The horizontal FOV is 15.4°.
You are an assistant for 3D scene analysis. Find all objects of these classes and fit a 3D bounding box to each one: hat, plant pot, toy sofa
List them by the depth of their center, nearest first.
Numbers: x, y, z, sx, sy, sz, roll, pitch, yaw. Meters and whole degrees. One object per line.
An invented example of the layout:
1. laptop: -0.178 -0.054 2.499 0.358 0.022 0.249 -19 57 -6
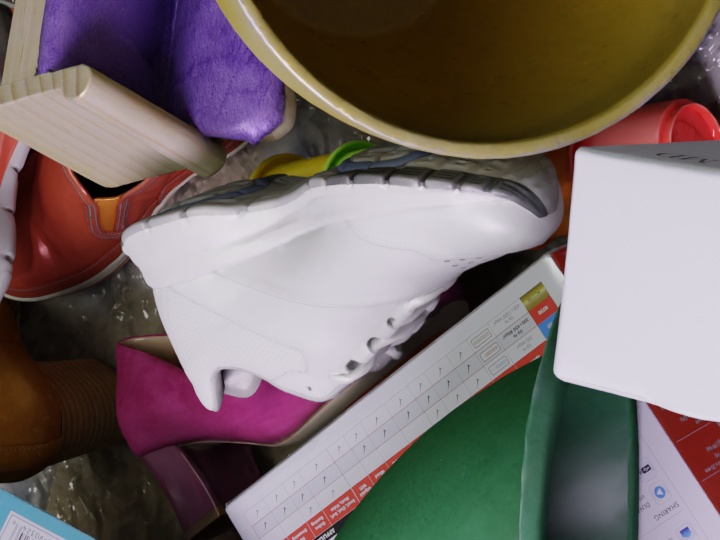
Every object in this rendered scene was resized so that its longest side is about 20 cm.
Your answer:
1. hat: -0.009 0.098 0.862 0.175 0.166 0.201 2 102 17
2. plant pot: 0.019 -0.137 0.946 0.142 0.199 0.201 180 86 -71
3. toy sofa: -0.079 -0.141 1.040 0.097 0.083 0.201 -10 64 36

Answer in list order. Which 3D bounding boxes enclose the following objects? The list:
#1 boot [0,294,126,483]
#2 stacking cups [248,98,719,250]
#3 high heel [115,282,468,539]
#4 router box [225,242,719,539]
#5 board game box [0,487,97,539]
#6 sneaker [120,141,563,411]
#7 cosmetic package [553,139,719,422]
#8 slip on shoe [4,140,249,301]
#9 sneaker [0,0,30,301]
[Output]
1. boot: -0.210 0.038 1.185 0.201 0.144 0.071 26 110 39
2. stacking cups: 0.043 -0.031 0.998 0.199 0.060 0.061 -11 86 43
3. high heel: -0.037 0.030 1.074 0.200 0.067 0.096 -39 71 38
4. router box: 0.065 0.112 0.976 0.200 0.049 0.180 -39 79 38
5. board game box: -0.120 0.143 1.065 0.200 0.151 0.047 -13 49 65
6. sneaker: 0.000 0.000 0.972 0.199 0.074 0.088 -13 96 46
7. cosmetic package: 0.160 0.000 0.796 0.101 0.199 0.072 13 102 41
8. slip on shoe: -0.112 -0.047 1.143 0.200 0.061 0.074 -34 73 41
9. sneaker: -0.189 -0.053 1.154 0.077 0.082 0.201 -53 27 40
